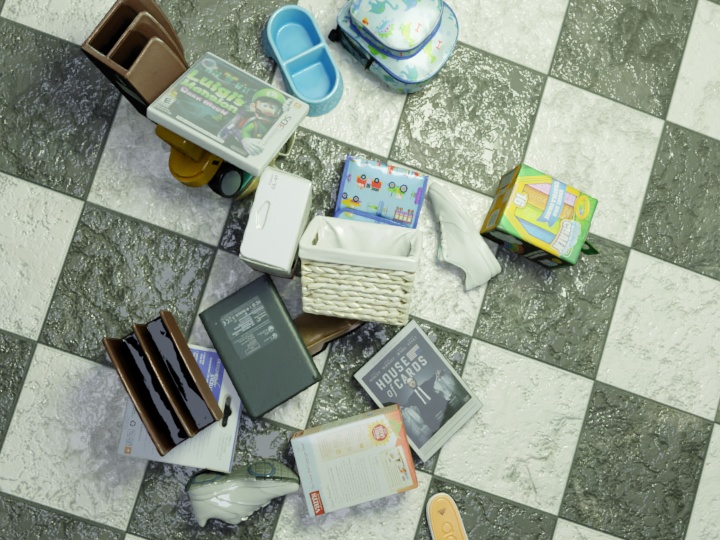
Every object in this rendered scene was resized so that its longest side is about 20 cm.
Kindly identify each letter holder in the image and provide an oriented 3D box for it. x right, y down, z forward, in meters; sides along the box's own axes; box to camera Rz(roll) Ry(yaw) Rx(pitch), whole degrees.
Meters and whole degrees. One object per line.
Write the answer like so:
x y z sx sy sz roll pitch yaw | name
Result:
-0.312 0.175 1.125 0.099 0.142 0.204 -28 87 -7 | letter holder
-0.329 -0.339 1.150 0.099 0.200 0.144 32 82 16 | letter holder

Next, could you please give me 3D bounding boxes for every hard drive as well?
-0.168 0.129 1.192 0.137 0.033 0.204 -29 84 -1 | hard drive

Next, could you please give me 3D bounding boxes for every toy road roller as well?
-0.245 -0.233 1.172 0.121 0.146 0.203 28 86 32 | toy road roller

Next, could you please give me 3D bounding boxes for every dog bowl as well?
-0.102 -0.380 1.265 0.109 0.050 0.204 -26 90 -6 | dog bowl

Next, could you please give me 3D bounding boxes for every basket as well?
0.000 0.000 1.175 0.194 0.136 0.127 8 115 5 | basket

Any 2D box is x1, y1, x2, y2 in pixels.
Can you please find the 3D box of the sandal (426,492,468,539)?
0.166 0.498 1.233 0.077 0.059 0.212 -21 89 -6 | sandal

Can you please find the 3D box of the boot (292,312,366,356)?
-0.044 0.084 1.237 0.196 0.074 0.077 -28 79 -4 | boot

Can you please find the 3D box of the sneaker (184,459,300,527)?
-0.197 0.382 1.210 0.194 0.075 0.090 -8 99 1 | sneaker

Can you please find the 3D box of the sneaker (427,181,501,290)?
0.165 -0.059 1.265 0.087 0.075 0.202 -34 91 5 | sneaker

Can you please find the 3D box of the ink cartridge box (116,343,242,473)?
-0.300 0.229 1.214 0.194 0.047 0.204 11 83 -6 | ink cartridge box

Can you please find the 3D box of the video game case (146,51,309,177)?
-0.203 -0.251 1.110 0.196 0.024 0.184 28 49 3 | video game case

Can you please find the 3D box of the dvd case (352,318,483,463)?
0.103 0.213 1.262 0.150 0.025 0.201 -41 92 -6 | dvd case

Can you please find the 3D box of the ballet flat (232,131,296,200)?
-0.160 -0.205 1.247 0.069 0.071 0.204 25 87 -3 | ballet flat

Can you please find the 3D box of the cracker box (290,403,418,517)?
-0.010 0.325 1.217 0.194 0.058 0.138 -15 90 0 | cracker box

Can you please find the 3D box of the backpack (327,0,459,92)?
0.072 -0.425 1.236 0.199 0.147 0.184 41 86 -4 | backpack

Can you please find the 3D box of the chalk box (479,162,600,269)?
0.332 -0.084 1.252 0.196 0.125 0.127 24 85 -5 | chalk box

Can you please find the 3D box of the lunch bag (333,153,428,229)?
0.024 -0.087 1.252 0.146 0.094 0.206 13 99 -2 | lunch bag

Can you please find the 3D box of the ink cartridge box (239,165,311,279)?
-0.135 -0.071 1.168 0.083 0.200 0.152 15 86 -4 | ink cartridge box
